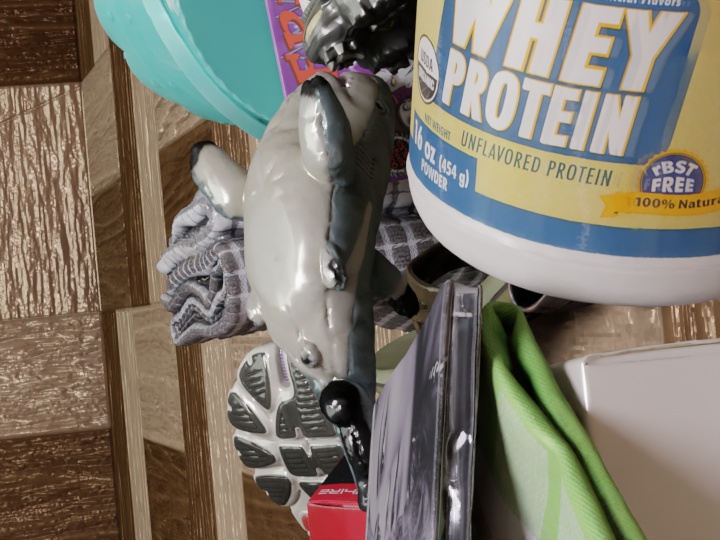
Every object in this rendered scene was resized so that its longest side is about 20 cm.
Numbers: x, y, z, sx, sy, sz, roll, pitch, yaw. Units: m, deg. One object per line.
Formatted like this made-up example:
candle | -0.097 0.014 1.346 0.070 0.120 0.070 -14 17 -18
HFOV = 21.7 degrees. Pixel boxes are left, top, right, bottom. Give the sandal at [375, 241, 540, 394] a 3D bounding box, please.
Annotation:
sandal | 0.056 0.006 0.896 0.057 0.080 0.201 55 151 6

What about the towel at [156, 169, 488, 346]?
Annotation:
towel | -0.018 -0.007 1.022 0.200 0.165 0.086 145 113 -73

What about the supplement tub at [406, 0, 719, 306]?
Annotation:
supplement tub | 0.090 -0.105 0.607 0.145 0.144 0.201 -121 29 -59

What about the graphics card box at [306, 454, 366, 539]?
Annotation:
graphics card box | 0.028 0.133 0.918 0.200 0.051 0.126 -45 -48 -66

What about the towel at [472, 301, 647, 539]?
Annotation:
towel | 0.047 0.131 0.583 0.149 0.031 0.201 -117 26 -51

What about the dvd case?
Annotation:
dvd case | 0.016 0.101 0.636 0.200 0.016 0.150 109 165 -73

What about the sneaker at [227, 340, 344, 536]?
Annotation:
sneaker | -0.004 0.105 1.041 0.084 0.080 0.200 -59 -47 -36

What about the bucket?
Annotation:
bucket | -0.032 -0.162 0.965 0.135 0.206 0.209 -155 61 -68

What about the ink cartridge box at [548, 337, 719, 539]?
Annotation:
ink cartridge box | 0.111 0.090 0.629 0.200 0.124 0.129 148 115 -74

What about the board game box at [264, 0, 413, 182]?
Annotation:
board game box | 0.012 -0.142 0.879 0.032 0.119 0.201 -84 -17 -75

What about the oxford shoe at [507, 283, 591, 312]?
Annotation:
oxford shoe | 0.089 -0.073 0.729 0.071 0.072 0.201 26 127 47

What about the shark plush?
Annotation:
shark plush | 0.000 0.000 0.818 0.091 0.083 0.201 -38 59 36

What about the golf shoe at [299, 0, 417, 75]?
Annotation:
golf shoe | 0.036 -0.170 0.787 0.200 0.078 0.095 -37 62 33
